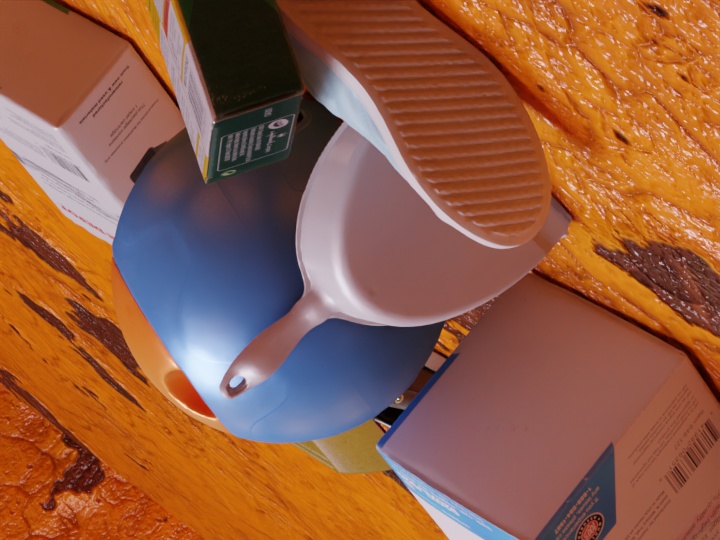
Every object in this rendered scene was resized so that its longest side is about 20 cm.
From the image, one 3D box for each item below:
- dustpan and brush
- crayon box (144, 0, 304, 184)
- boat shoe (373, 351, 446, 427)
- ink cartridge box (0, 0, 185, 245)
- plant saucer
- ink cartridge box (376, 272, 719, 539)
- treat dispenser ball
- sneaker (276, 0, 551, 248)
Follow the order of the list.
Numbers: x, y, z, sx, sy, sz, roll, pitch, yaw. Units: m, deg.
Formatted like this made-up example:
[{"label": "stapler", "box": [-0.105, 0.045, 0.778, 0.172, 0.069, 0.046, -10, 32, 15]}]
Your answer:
[{"label": "dustpan and brush", "box": [0.000, 0.000, 1.547, 0.140, 0.200, 0.057, 45, 175, -26]}, {"label": "crayon box", "box": [-0.084, -0.157, 1.431, 0.126, 0.051, 0.201, 112, 139, -77]}, {"label": "boat shoe", "box": [0.083, 0.116, 2.025, 0.201, 0.060, 0.072, 29, 164, 41]}, {"label": "ink cartridge box", "box": [-0.188, -0.097, 2.024, 0.146, 0.083, 0.200, 30, 163, 38]}, {"label": "plant saucer", "box": [-0.076, 0.096, 2.465, 0.200, 0.049, 0.200, 28, 164, 44]}, {"label": "ink cartridge box", "box": [0.139, 0.132, 1.711, 0.144, 0.147, 0.200, 28, 163, 43]}, {"label": "treat dispenser ball", "box": [-0.046, 0.000, 1.664, 0.201, 0.201, 0.201, 38, 168, 10]}, {"label": "sneaker", "box": [0.021, -0.093, 1.462, 0.200, 0.074, 0.082, 52, 168, -2]}]
